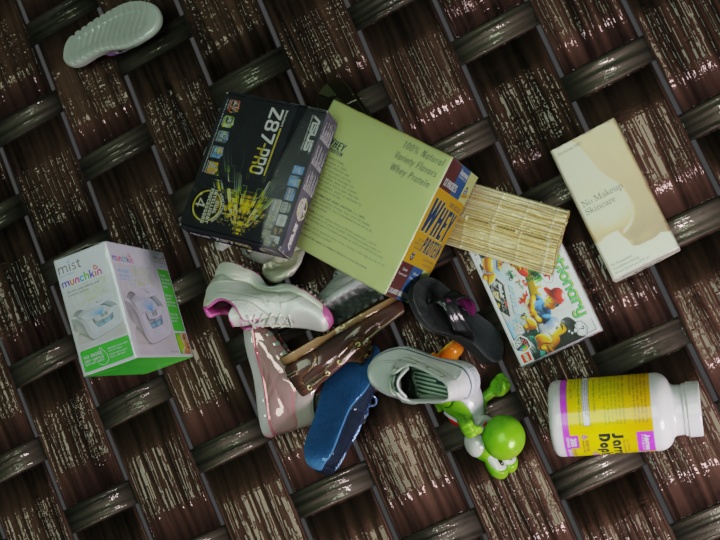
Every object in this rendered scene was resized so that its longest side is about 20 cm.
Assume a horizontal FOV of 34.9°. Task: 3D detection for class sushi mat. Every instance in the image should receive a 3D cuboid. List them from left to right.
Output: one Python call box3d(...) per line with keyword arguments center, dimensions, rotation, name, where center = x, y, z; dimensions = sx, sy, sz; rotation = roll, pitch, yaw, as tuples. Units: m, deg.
box3d(center=(0.190, -0.066, 1.623), dimensions=(0.198, 0.012, 0.097), rotation=(18, 91, 18), name="sushi mat")

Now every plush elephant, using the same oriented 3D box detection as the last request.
box3d(center=(-0.150, -0.078, 1.684), dimensions=(0.164, 0.199, 0.156), rotation=(39, 111, 38), name="plush elephant")

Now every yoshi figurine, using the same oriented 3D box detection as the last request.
box3d(center=(0.166, 0.192, 1.604), dimensions=(0.112, 0.112, 0.201), rotation=(-35, 81, 5), name="yoshi figurine")

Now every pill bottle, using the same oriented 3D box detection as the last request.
box3d(center=(0.357, 0.193, 1.546), dimensions=(0.198, 0.104, 0.106), rotation=(-7, 85, 16), name="pill bottle")

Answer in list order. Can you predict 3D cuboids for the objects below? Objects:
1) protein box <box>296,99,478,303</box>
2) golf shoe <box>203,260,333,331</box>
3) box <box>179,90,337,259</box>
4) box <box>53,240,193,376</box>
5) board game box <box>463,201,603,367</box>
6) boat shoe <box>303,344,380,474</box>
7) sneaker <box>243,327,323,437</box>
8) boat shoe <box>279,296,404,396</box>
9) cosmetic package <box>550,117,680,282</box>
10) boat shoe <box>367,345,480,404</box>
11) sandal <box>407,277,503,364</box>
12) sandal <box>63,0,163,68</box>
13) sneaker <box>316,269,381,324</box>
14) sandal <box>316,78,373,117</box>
box3d(center=(0.020, -0.091, 1.576), dimensions=(0.197, 0.135, 0.202), rotation=(28, 93, 22), name="protein box")
box3d(center=(-0.136, 0.059, 1.648), dimensions=(0.198, 0.076, 0.092), rotation=(19, 56, 20), name="golf shoe")
box3d(center=(-0.136, -0.128, 1.528), dimensions=(0.160, 0.049, 0.202), rotation=(15, 78, 21), name="box")
box3d(center=(-0.352, 0.060, 1.711), dimensions=(0.096, 0.200, 0.178), rotation=(-19, 81, 13), name="box")
box3d(center=(0.244, 0.020, 1.626), dimensions=(0.125, 0.035, 0.202), rotation=(-27, 80, 12), name="board game box")
box3d(center=(-0.027, 0.200, 1.673), dimensions=(0.084, 0.069, 0.201), rotation=(21, 70, 30), name="boat shoe")
box3d(center=(-0.109, 0.141, 1.703), dimensions=(0.103, 0.075, 0.203), rotation=(-11, 86, 13), name="sneaker")
box3d(center=(-0.018, 0.107, 1.653), dimensions=(0.199, 0.070, 0.071), rotation=(-31, 88, -7), name="boat shoe")
box3d(center=(0.352, -0.096, 1.583), dimensions=(0.104, 0.071, 0.202), rotation=(-28, 80, 13), name="cosmetic package")
box3d(center=(0.069, 0.144, 1.560), dimensions=(0.199, 0.066, 0.074), rotation=(-5, 96, 47), name="boat shoe")
box3d(center=(0.141, 0.063, 1.580), dimensions=(0.048, 0.200, 0.076), rotation=(-22, 50, 38), name="sandal")
box3d(center=(-0.388, -0.374, 1.830), dimensions=(0.201, 0.050, 0.083), rotation=(-11, 69, 28), name="sandal")
box3d(center=(0.000, 0.000, 1.692), dimensions=(0.200, 0.075, 0.082), rotation=(-41, 52, 10), name="sneaker")
box3d(center=(-0.006, -0.196, 1.707), dimensions=(0.081, 0.055, 0.201), rotation=(-34, 63, 12), name="sandal")
